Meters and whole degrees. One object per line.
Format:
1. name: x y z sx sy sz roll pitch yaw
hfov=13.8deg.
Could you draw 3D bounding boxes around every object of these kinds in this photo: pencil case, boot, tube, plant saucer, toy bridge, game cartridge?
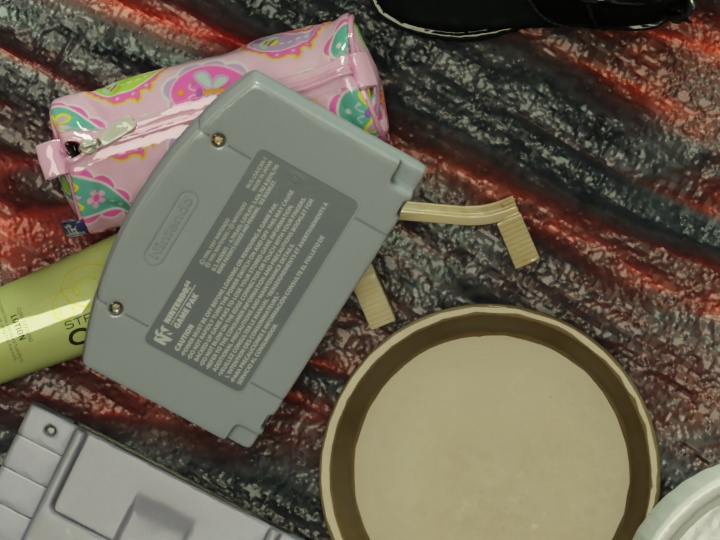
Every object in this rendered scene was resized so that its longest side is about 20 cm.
1. pencil case: -0.084 -0.084 1.721 0.199 0.087 0.088 -15 90 4
2. boot: 0.097 -0.169 1.664 0.197 0.162 0.074 3 90 5
3. tube: -0.163 0.018 1.747 0.199 0.052 0.058 -21 130 -5
4. plant saucer: 0.075 0.119 1.737 0.199 0.029 0.201 0 90 4
5. toy bridge: 0.000 0.000 1.732 0.199 0.027 0.067 -22 110 5
6. game cartridge: -0.133 0.179 1.754 0.199 0.038 0.130 26 89 4
7. game cartridge: -0.069 -0.009 1.691 0.133 0.041 0.200 28 108 -16

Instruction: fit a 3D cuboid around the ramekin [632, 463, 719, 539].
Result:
1. ramekin: 0.238 0.198 1.677 0.199 0.098 0.202 0 96 -4
